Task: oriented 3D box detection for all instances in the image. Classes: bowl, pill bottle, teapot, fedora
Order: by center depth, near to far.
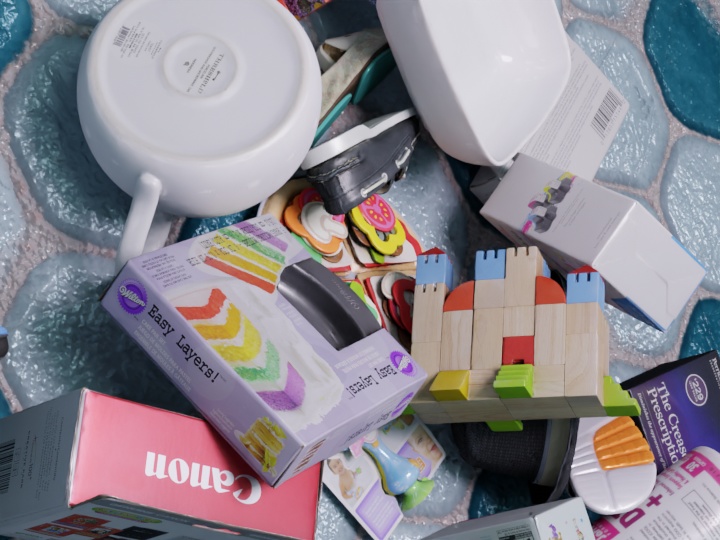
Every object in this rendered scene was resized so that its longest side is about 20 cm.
[{"bbox_3d":[-0.124,-0.112,1.264,0.198,0.146,0.199,-19,67,-16],"label":"teapot"},{"bbox_3d":[0.126,0.098,1.404,0.091,0.201,0.203,3,72,-7],"label":"fedora"},{"bbox_3d":[0.246,0.250,1.411,0.199,0.113,0.114,-35,100,-8],"label":"pill bottle"},{"bbox_3d":[0.091,-0.206,1.417,0.200,0.074,0.201,-50,124,-43],"label":"bowl"}]

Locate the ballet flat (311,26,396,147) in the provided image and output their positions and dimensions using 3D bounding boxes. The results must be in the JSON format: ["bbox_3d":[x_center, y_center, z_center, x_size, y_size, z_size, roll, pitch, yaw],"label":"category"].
[{"bbox_3d":[-0.025,-0.164,1.407,0.062,0.068,0.200,38,50,4],"label":"ballet flat"}]

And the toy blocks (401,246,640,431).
[{"bbox_3d":[0.119,0.045,1.311,0.100,0.198,0.138,51,39,-59],"label":"toy blocks"}]

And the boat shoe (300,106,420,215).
[{"bbox_3d":[0.006,-0.091,1.378,0.200,0.075,0.061,-32,100,-60],"label":"boat shoe"}]

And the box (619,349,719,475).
[{"bbox_3d":[0.299,0.193,1.546,0.140,0.079,0.202,-18,88,-43],"label":"box"}]

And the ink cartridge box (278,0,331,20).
[{"bbox_3d":[-0.049,-0.281,1.430,0.200,0.050,0.110,-40,102,-41],"label":"ink cartridge box"}]

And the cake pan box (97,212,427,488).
[{"bbox_3d":[-0.063,0.051,1.198,0.184,0.052,0.200,47,29,13],"label":"cake pan box"}]

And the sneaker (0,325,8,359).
[{"bbox_3d":[-0.305,0.108,1.093,0.083,0.070,0.200,53,55,-19],"label":"sneaker"}]

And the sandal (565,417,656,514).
[{"bbox_3d":[0.203,0.152,1.456,0.078,0.060,0.207,1,35,-8],"label":"sandal"}]

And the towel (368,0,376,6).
[{"bbox_3d":[-0.007,-0.316,1.428,0.199,0.024,0.146,31,58,-28],"label":"towel"}]

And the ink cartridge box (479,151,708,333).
[{"bbox_3d":[0.184,-0.031,1.413,0.115,0.200,0.068,38,86,-36],"label":"ink cartridge box"}]

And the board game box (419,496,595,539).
[{"bbox_3d":[0.138,0.296,1.336,0.064,0.147,0.202,-14,86,-42],"label":"board game box"}]

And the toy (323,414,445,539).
[{"bbox_3d":[-0.006,0.109,1.343,0.201,0.047,0.115,53,49,-14],"label":"toy"}]

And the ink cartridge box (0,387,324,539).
[{"bbox_3d":[-0.130,0.148,1.146,0.199,0.175,0.085,18,66,-34],"label":"ink cartridge box"}]

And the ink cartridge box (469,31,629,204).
[{"bbox_3d":[0.156,-0.147,1.558,0.176,0.045,0.201,46,52,-19],"label":"ink cartridge box"}]

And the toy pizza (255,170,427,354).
[{"bbox_3d":[0.000,0.000,1.362,0.199,0.032,0.202,24,47,-29],"label":"toy pizza"}]
